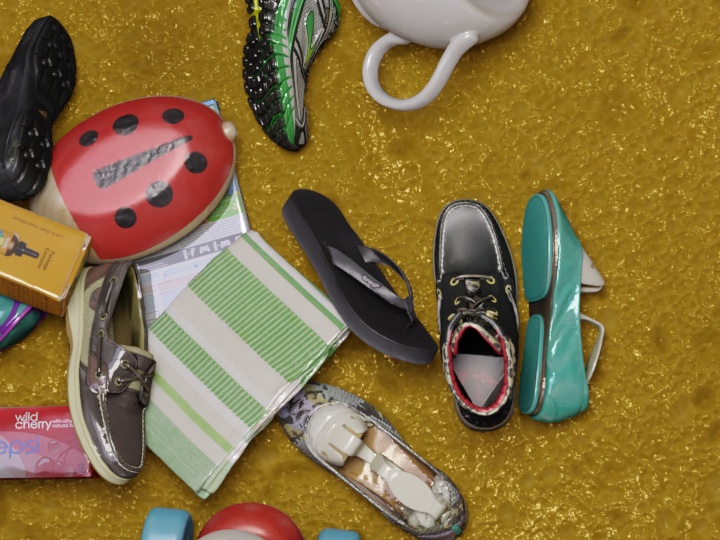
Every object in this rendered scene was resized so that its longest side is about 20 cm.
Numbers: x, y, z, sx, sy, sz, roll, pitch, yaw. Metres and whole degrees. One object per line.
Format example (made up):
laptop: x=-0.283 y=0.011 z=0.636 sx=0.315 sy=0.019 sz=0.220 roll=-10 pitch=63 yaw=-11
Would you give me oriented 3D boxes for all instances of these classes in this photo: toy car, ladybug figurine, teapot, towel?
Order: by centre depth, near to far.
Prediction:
toy car: x=-0.105 y=0.280 z=1.599 sx=0.184 sy=0.200 sz=0.177 roll=7 pitch=84 yaw=6
towel: x=-0.117 y=0.077 z=1.685 sx=0.153 sy=0.023 sz=0.200 roll=42 pitch=91 yaw=27
teapot: x=0.048 y=-0.271 z=1.686 sx=0.146 sy=0.200 sz=0.198 roll=-15 pitch=117 yaw=38
ladybug figurine: x=-0.200 y=-0.084 z=1.702 sx=0.200 sy=0.072 sz=0.136 roll=-29 pitch=82 yaw=1

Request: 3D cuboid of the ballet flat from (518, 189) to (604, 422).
ballet flat: x=0.176 y=0.032 z=1.688 sx=0.070 sy=0.067 sz=0.201 roll=5 pitch=83 yaw=-19

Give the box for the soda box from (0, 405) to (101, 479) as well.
soda box: x=-0.324 y=0.152 z=1.705 sx=0.199 sy=0.070 sz=0.064 roll=-2 pitch=83 yaw=5

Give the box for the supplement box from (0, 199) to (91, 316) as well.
supplement box: x=-0.331 y=-0.029 z=1.649 sx=0.200 sy=0.069 sz=0.067 roll=21 pitch=70 yaw=0

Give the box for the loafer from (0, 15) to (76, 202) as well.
loafer: x=-0.299 y=-0.143 z=1.710 sx=0.070 sy=0.068 sz=0.201 roll=-14 pitch=48 yaw=26

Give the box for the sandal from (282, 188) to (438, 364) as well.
sandal: x=-0.001 y=0.000 z=1.668 sx=0.200 sy=0.076 sz=0.043 roll=53 pitch=121 yaw=24

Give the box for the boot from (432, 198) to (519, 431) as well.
boot: x=0.099 y=0.032 z=1.641 sx=0.073 sy=0.154 sz=0.204 roll=-5 pitch=84 yaw=4

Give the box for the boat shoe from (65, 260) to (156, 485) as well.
boat shoe: x=-0.208 y=0.081 z=1.663 sx=0.065 sy=0.073 sz=0.200 roll=-23 pitch=66 yaw=24

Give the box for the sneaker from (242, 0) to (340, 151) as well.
sneaker: x=-0.054 y=-0.205 z=1.721 sx=0.085 sy=0.078 sz=0.201 roll=-1 pitch=96 yaw=-24

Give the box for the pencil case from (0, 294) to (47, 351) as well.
pencil case: x=-0.360 y=-0.018 z=1.720 sx=0.092 sy=0.085 sz=0.200 roll=-45 pitch=82 yaw=10

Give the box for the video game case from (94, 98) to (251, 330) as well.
video game case: x=-0.172 y=-0.039 z=1.741 sx=0.143 sy=0.018 sz=0.201 roll=-15 pitch=83 yaw=3

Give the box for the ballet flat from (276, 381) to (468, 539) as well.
ballet flat: x=0.010 y=0.160 z=1.677 sx=0.200 sy=0.072 sz=0.072 roll=37 pitch=88 yaw=8
